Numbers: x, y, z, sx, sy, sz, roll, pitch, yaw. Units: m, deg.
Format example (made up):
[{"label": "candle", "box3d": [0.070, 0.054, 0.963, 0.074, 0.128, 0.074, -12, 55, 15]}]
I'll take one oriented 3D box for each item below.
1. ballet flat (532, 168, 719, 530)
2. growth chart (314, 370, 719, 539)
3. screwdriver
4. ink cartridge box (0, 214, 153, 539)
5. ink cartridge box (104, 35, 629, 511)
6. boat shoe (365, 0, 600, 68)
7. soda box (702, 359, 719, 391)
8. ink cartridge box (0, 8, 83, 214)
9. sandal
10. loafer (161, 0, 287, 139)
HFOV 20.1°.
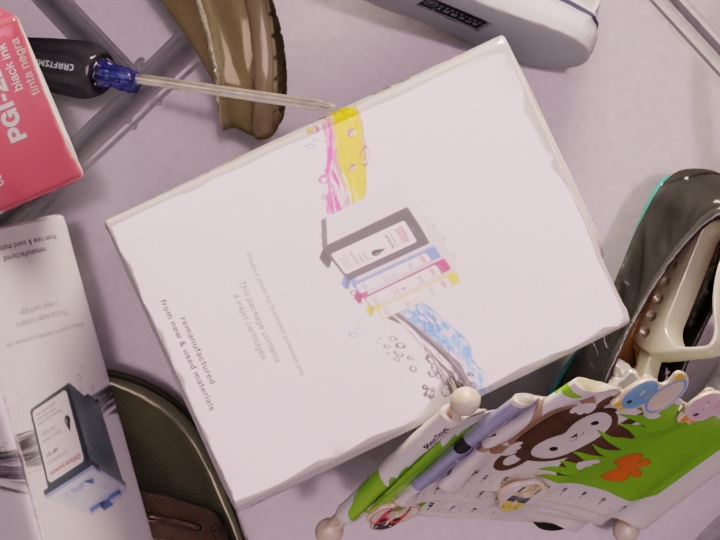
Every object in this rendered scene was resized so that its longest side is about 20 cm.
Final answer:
[{"label": "ballet flat", "box3d": [0.143, 0.043, 1.008, 0.068, 0.068, 0.201, 24, 89, -41]}, {"label": "growth chart", "box3d": [0.094, 0.089, 0.946, 0.199, 0.145, 0.018, 5, 52, -30]}, {"label": "screwdriver", "box3d": [-0.094, -0.086, 0.959, 0.200, 0.028, 0.029, 17, 66, 35]}, {"label": "ink cartridge box", "box3d": [-0.190, 0.090, 0.949, 0.146, 0.086, 0.201, -14, 93, 30]}, {"label": "ink cartridge box", "box3d": [0.000, 0.000, 0.963, 0.200, 0.147, 0.145, -25, 92, -5]}, {"label": "boat shoe", "box3d": [0.034, -0.163, 0.993, 0.200, 0.073, 0.066, 23, 72, -31]}, {"label": "soda box", "box3d": [0.267, 0.106, 1.028, 0.200, 0.064, 0.068, 30, 88, -4]}, {"label": "ink cartridge box", "box3d": [-0.245, -0.051, 0.922, 0.200, 0.146, 0.085, -26, 111, -14]}, {"label": "sandal", "box3d": [-0.096, 0.136, 0.992, 0.080, 0.057, 0.201, -30, 95, 15]}, {"label": "loafer", "box3d": [-0.084, -0.155, 0.996, 0.067, 0.076, 0.201, -15, 79, 1]}]
